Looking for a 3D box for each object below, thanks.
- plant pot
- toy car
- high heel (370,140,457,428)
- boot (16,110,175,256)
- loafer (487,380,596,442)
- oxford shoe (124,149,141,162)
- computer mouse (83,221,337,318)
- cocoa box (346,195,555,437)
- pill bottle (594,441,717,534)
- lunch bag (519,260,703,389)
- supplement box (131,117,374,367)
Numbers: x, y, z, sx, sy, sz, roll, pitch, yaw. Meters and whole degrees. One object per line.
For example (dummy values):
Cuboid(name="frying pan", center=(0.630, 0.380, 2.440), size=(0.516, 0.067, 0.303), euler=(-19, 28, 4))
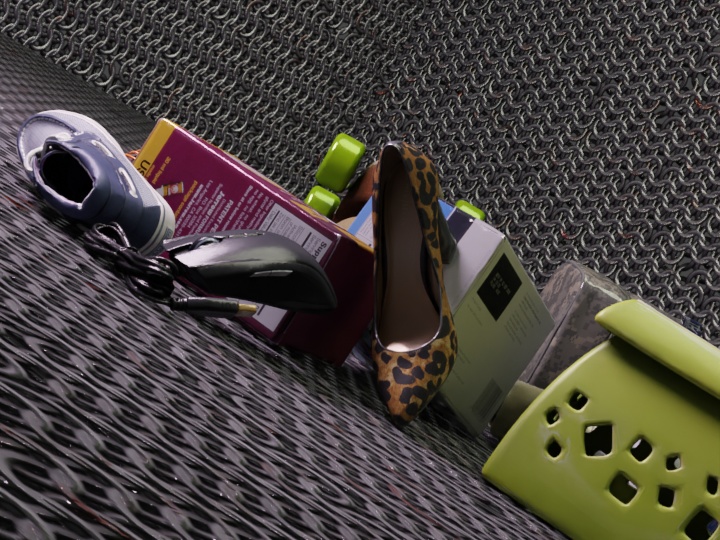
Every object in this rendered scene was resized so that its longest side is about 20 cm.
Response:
Cuboid(name="plant pot", center=(0.236, 0.139, 1.522), size=(0.198, 0.182, 0.200), euler=(32, 2, 16))
Cuboid(name="toy car", center=(0.000, 0.000, 1.835), size=(0.163, 0.201, 0.158), euler=(29, -42, 1))
Cuboid(name="high heel", center=(0.028, 0.006, 1.474), size=(0.071, 0.201, 0.143), euler=(-4, -38, 20))
Cuboid(name="boot", center=(-0.222, -0.083, 1.459), size=(0.200, 0.073, 0.090), euler=(35, -1, 41))
Cuboid(name="loafer", center=(0.158, 0.144, 1.769), size=(0.068, 0.076, 0.200), euler=(29, -6, -17))
Cuboid(name="oxford shoe", center=(-0.208, -0.089, 1.745), size=(0.071, 0.073, 0.200), euler=(34, 3, 29))
Cuboid(name="computer mouse", center=(-0.087, -0.001, 1.361), size=(0.199, 0.046, 0.140), euler=(13, 13, -29))
Cuboid(name="cocoa box", center=(0.064, 0.031, 1.670), size=(0.131, 0.134, 0.200), euler=(31, -10, 27))
Cuboid(name="pill bottle", center=(0.306, 0.209, 1.788), size=(0.199, 0.113, 0.112), euler=(31, 3, -33))
Cuboid(name="lunch bag", center=(0.248, 0.108, 2.023), size=(0.167, 0.201, 0.139), euler=(30, 3, -11))
Cuboid(name="supplement box", center=(-0.089, -0.022, 1.557), size=(0.199, 0.104, 0.131), euler=(34, 3, 25))
